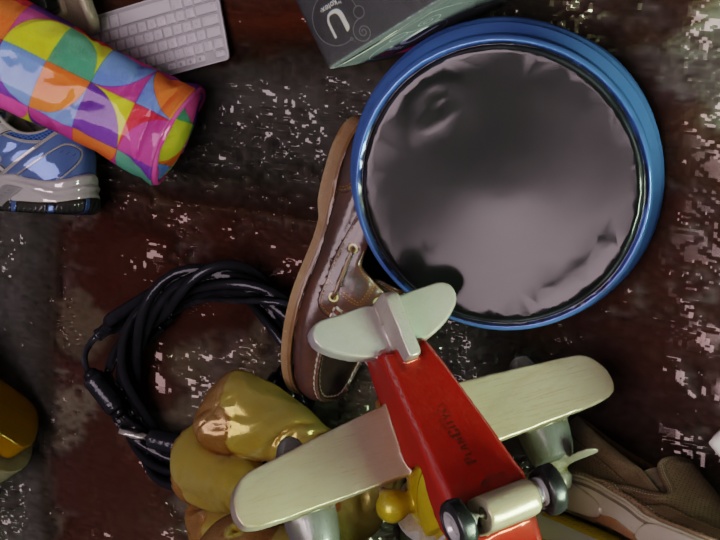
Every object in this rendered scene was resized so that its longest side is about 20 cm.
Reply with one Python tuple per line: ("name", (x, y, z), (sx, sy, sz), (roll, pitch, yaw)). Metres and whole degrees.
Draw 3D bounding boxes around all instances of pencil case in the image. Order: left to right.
("pencil case", (-0.209, -0.135, 1.323), (0.199, 0.088, 0.089), (28, 113, 7))

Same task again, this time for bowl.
("bowl", (0.090, -0.057, 1.177), (0.199, 0.039, 0.202), (3, 107, 9))

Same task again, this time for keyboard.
("keyboard", (-0.179, -0.160, 1.363), (0.199, 0.011, 0.057), (-11, 95, 31))

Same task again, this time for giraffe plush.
("giraffe plush", (-0.048, 0.184, 1.246), (0.199, 0.163, 0.173), (3, 127, 16))

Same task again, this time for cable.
("cable", (-0.109, 0.080, 1.349), (0.199, 0.051, 0.164), (-28, 86, 30))

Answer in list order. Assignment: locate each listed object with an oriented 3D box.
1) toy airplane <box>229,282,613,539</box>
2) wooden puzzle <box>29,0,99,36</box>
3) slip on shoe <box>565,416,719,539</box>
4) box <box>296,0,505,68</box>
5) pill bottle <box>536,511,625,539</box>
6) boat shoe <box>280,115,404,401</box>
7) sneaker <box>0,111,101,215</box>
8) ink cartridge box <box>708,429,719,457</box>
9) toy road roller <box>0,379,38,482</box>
("toy airplane", (0.040, 0.110, 1.143), (0.199, 0.200, 0.142), (17, 142, 6))
("wooden puzzle", (-0.297, -0.230, 1.396), (0.199, 0.037, 0.186), (-22, 87, 32))
("slip on shoe", (0.193, 0.145, 1.162), (0.200, 0.076, 0.061), (18, 83, 50))
("box", (0.003, -0.241, 1.177), (0.106, 0.122, 0.201), (-28, 85, 30))
("pill bottle", (0.130, 0.214, 1.165), (0.200, 0.112, 0.113), (18, 110, 50))
("boat shoe", (0.000, 0.000, 1.258), (0.070, 0.070, 0.201), (23, 110, 28))
("sneaker", (-0.279, -0.084, 1.407), (0.199, 0.076, 0.078), (4, 92, 22))
("ink cartridge box", (0.325, 0.127, 1.091), (0.146, 0.084, 0.200), (-45, 77, 29))
("toy road roller", (-0.346, 0.077, 1.461), (0.123, 0.146, 0.200), (-32, 121, 30))
